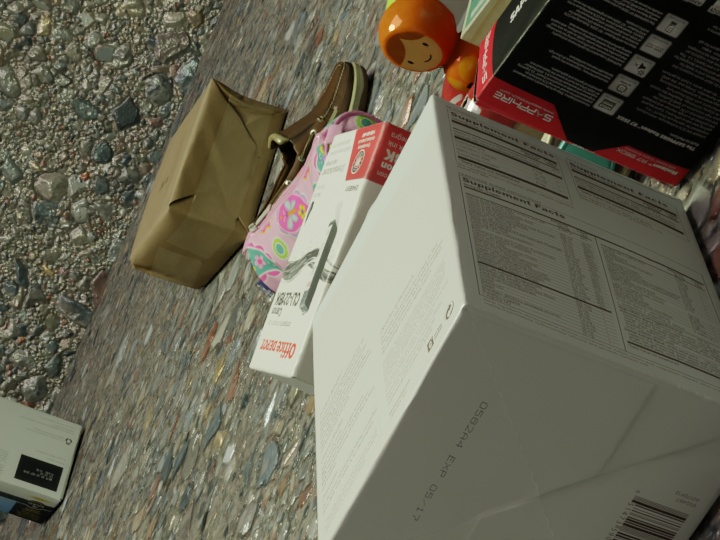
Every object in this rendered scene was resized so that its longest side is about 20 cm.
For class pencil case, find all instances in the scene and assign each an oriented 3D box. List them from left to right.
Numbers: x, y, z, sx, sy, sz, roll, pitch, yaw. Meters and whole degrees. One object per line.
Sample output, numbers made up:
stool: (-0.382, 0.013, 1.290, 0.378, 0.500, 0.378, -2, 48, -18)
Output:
pencil case: (-0.034, -0.054, 1.524, 0.200, 0.087, 0.088, -48, 25, 52)

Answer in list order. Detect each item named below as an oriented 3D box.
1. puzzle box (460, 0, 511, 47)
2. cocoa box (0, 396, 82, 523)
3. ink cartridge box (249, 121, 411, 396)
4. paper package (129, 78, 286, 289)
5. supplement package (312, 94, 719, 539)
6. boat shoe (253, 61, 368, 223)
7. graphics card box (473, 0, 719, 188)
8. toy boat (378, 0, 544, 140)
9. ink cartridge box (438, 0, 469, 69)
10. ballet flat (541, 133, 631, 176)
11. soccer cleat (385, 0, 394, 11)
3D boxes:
puzzle box: (0.118, -0.230, 1.013, 0.200, 0.025, 0.133, 132, 156, -60)
cocoa box: (-0.550, 0.285, 2.699, 0.131, 0.199, 0.134, 132, 155, -56)
ink cartridge box: (0.000, 0.000, 1.317, 0.144, 0.084, 0.201, 179, 112, -74)
paper package: (-0.187, -0.102, 2.120, 0.200, 0.103, 0.191, 138, 150, -62)
supplement package: (0.074, 0.046, 0.841, 0.200, 0.150, 0.152, -94, 28, -59)
boat shoe: (-0.051, -0.120, 1.696, 0.075, 0.075, 0.203, 143, 146, -64)
graphics card box: (0.155, -0.137, 0.860, 0.200, 0.125, 0.051, 126, 161, -46)
toy boat: (0.073, -0.139, 1.153, 0.200, 0.130, 0.131, -95, 30, -61)
ink cartridge box: (0.042, -0.274, 1.317, 0.084, 0.200, 0.145, -25, 29, 14)
ballet flat: (0.138, -0.091, 0.991, 0.070, 0.069, 0.200, -93, 28, -59)
soccer cleat: (0.083, -0.257, 1.451, 0.200, 0.067, 0.081, -58, 35, 38)
